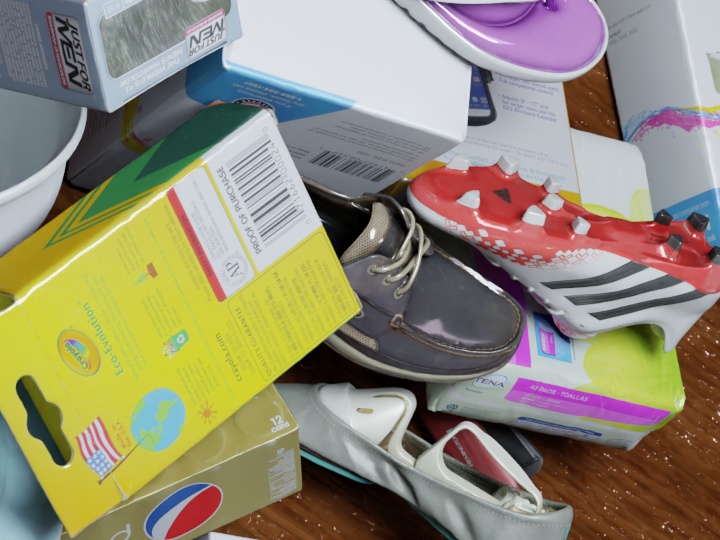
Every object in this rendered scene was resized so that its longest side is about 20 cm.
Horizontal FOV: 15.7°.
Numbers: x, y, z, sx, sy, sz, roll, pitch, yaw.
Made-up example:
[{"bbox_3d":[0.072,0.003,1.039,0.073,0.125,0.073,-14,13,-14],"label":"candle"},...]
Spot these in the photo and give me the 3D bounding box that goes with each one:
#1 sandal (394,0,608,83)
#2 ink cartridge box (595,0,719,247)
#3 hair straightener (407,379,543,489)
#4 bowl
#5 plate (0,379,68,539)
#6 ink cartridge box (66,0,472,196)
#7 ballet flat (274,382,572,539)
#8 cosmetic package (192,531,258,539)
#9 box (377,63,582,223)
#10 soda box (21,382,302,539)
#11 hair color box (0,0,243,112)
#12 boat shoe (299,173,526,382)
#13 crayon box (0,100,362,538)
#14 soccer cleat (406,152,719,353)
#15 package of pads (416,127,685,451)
[{"bbox_3d":[0.052,-0.164,1.353,0.202,0.050,0.083,30,61,-19],"label":"sandal"},{"bbox_3d":[0.246,-0.097,1.667,0.144,0.085,0.200,-4,77,-31],"label":"ink cartridge box"},{"bbox_3d":[0.042,0.044,1.541,0.200,0.041,0.077,52,38,-1],"label":"hair straightener"},{"bbox_3d":[-0.240,-0.046,1.337,0.201,0.201,0.091,-25,133,-33],"label":"bowl"},{"bbox_3d":[-0.209,0.083,1.230,0.200,0.026,0.201,25,61,-54],"label":"plate"},{"bbox_3d":[-0.050,-0.122,1.431,0.146,0.200,0.146,16,67,-26],"label":"ink cartridge box"},{"bbox_3d":[0.030,0.101,1.458,0.200,0.064,0.067,32,15,7],"label":"ballet flat"},{"bbox_3d":[-0.015,0.216,1.424,0.200,0.081,0.113,16,69,-27],"label":"cosmetic package"},{"bbox_3d":[0.059,-0.112,1.515,0.119,0.041,0.200,12,51,-24],"label":"box"},{"bbox_3d":[-0.132,0.113,1.347,0.200,0.064,0.068,-23,57,-16],"label":"soda box"},{"bbox_3d":[-0.167,-0.139,1.307,0.099,0.200,0.061,-35,127,-39],"label":"hair color box"},{"bbox_3d":[0.000,0.000,1.399,0.200,0.073,0.075,20,58,-10],"label":"boat shoe"},{"bbox_3d":[-0.105,0.021,1.292,0.200,0.051,0.127,-38,119,-26],"label":"crayon box"},{"bbox_3d":[0.110,-0.005,1.440,0.200,0.085,0.069,13,32,-24],"label":"soccer cleat"},{"bbox_3d":[0.107,0.001,1.538,0.154,0.068,0.200,13,53,-28],"label":"package of pads"}]
